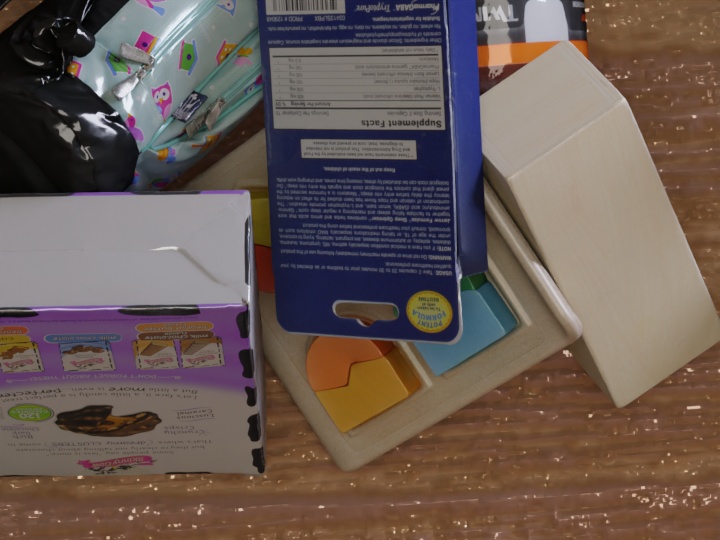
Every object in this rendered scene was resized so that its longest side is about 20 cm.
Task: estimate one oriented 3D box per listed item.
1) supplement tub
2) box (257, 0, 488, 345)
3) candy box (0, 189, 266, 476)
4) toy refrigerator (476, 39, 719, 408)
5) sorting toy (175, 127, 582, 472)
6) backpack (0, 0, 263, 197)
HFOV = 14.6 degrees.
[{"bbox_3d":[0.070,-0.153,1.535,0.106,0.107,0.201,-6,91,-2],"label":"supplement tub"},{"bbox_3d":[0.006,-0.065,1.443,0.121,0.032,0.201,3,99,35],"label":"box"},{"bbox_3d":[-0.136,0.038,1.480,0.167,0.200,0.072,-1,61,0],"label":"candy box"},{"bbox_3d":[0.123,-0.024,1.502,0.076,0.070,0.200,-34,136,-4],"label":"toy refrigerator"},{"bbox_3d":[0.000,0.000,1.513,0.200,0.036,0.186,-32,92,38],"label":"sorting toy"},{"bbox_3d":[-0.124,-0.110,1.501,0.200,0.167,0.127,-44,112,-32],"label":"backpack"}]
